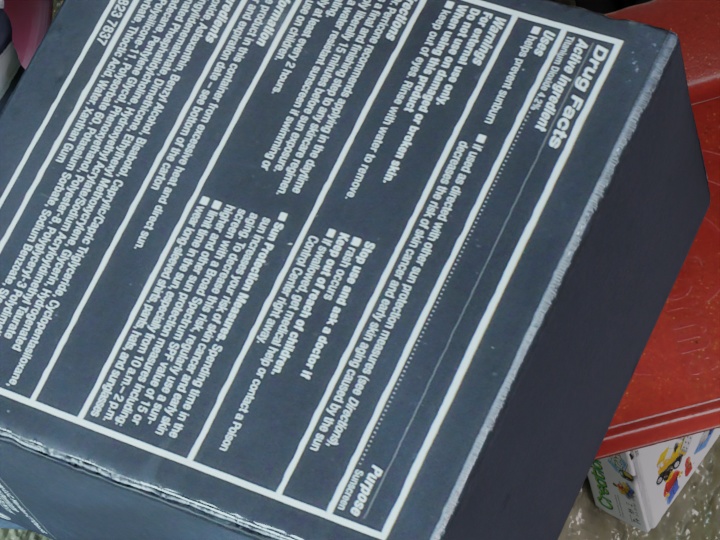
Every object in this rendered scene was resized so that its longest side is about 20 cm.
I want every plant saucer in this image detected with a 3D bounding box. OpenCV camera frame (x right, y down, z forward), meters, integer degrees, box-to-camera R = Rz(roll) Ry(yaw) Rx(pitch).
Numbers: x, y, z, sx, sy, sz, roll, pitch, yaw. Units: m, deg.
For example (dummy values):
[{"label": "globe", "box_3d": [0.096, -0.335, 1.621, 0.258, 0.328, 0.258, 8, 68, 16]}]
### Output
[{"label": "plant saucer", "box_3d": [0.120, -0.008, 1.107, 0.037, 0.200, 0.200, -89, 160, -56]}]

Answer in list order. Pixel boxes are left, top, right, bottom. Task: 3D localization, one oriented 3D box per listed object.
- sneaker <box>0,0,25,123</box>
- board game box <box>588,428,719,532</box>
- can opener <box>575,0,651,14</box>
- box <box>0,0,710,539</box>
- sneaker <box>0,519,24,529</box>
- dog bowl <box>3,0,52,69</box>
[{"label": "sneaker", "box_3d": [-0.188, -0.058, 0.887, 0.200, 0.070, 0.109, -30, 110, -36]}, {"label": "board game box", "box_3d": [0.162, 0.005, 1.258, 0.200, 0.035, 0.126, -51, 148, -23]}, {"label": "can opener", "box_3d": [0.115, -0.100, 1.185, 0.200, 0.053, 0.067, 76, 29, -47]}, {"label": "box", "box_3d": [-0.017, 0.006, 0.911, 0.200, 0.198, 0.123, -63, 156, -18]}, {"label": "sneaker", "box_3d": [-0.072, 0.006, 1.044, 0.146, 0.077, 0.203, 14, 90, -11]}, {"label": "dog bowl", "box_3d": [-0.193, -0.099, 0.970, 0.200, 0.074, 0.200, -5, 98, -38]}]
